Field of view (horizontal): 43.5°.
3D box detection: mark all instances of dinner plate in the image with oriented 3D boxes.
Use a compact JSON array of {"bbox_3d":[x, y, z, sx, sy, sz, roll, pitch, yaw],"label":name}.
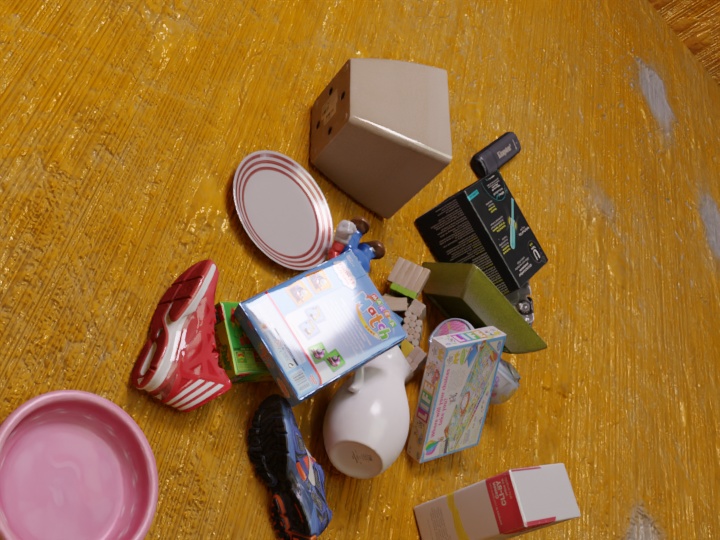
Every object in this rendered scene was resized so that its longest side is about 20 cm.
[{"bbox_3d":[-0.122,-0.091,1.402,0.199,0.024,0.202,24,52,-35],"label":"dinner plate"}]

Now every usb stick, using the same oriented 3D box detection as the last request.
[{"bbox_3d":[0.292,-0.248,1.928,0.056,0.032,0.200,57,39,-4],"label":"usb stick"}]

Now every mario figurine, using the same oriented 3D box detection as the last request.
[{"bbox_3d":[0.000,0.000,1.410,0.122,0.106,0.201,25,41,-4],"label":"mario figurine"}]

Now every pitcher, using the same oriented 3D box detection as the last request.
[{"bbox_3d":[0.009,0.177,1.294,0.201,0.120,0.173,-70,146,-47],"label":"pitcher"}]

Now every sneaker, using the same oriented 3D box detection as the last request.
[{"bbox_3d":[-0.211,0.092,1.174,0.116,0.078,0.201,44,54,-32],"label":"sneaker"},{"bbox_3d":[-0.091,0.263,1.202,0.078,0.075,0.202,-6,80,-57],"label":"sneaker"}]

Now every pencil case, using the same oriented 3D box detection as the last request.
[{"bbox_3d":[0.192,0.155,1.507,0.200,0.090,0.084,41,69,-45],"label":"pencil case"}]

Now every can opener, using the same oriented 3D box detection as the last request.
[{"bbox_3d":[0.311,0.027,1.788,0.067,0.053,0.202,62,24,-55],"label":"can opener"}]

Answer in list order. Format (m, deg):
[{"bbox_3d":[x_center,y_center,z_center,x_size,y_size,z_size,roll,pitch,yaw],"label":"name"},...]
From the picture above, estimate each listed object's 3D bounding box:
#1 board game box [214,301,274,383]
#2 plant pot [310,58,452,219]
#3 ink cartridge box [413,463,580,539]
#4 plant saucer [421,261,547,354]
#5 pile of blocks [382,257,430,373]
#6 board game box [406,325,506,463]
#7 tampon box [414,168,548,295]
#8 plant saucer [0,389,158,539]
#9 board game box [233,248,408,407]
[{"bbox_3d":[-0.121,0.100,1.271,0.199,0.047,0.103,3,65,-46],"label":"board game box"},{"bbox_3d":[0.023,-0.238,1.524,0.176,0.200,0.202,17,56,-27],"label":"plant pot"},{"bbox_3d":[0.200,0.359,1.346,0.144,0.199,0.084,6,61,-45],"label":"ink cartridge box"},{"bbox_3d":[0.196,0.073,1.548,0.200,0.200,0.048,46,75,-17],"label":"plant saucer"},{"bbox_3d":[0.073,0.083,1.493,0.062,0.081,0.202,78,15,-68],"label":"pile of blocks"},{"bbox_3d":[0.149,0.191,1.402,0.133,0.034,0.202,-7,117,-40],"label":"board game box"},{"bbox_3d":[0.226,-0.055,1.671,0.150,0.126,0.201,-33,93,-51],"label":"tampon box"},{"bbox_3d":[-0.317,0.233,0.982,0.199,0.051,0.202,25,51,-35],"label":"plant saucer"},{"bbox_3d":[-0.051,0.074,1.234,0.199,0.037,0.152,-27,77,-34],"label":"board game box"}]
